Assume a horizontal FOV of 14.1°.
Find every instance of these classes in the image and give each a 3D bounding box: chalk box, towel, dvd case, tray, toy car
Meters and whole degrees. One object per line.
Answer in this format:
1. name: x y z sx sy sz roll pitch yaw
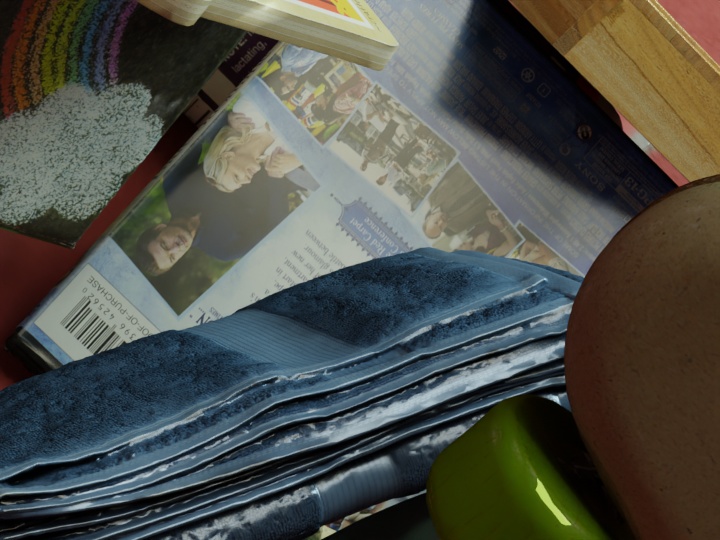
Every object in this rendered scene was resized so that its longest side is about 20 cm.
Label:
1. chalk box: -0.147 -0.110 0.880 0.200 0.125 0.124 20 28 -45
2. towel: -0.034 0.039 0.797 0.200 0.112 0.049 -20 107 -24
3. dvd case: 0.000 0.000 0.963 0.143 0.018 0.200 44 73 -9
4. tray: 0.076 -0.098 1.029 0.099 0.037 0.200 42 7 -30
5. toy car: 0.139 0.032 0.732 0.158 0.164 0.200 50 24 3

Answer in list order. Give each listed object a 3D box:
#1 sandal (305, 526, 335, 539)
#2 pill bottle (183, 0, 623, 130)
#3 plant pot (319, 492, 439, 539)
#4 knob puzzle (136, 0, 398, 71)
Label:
1. sandal: -0.027 0.060 0.889 0.212 0.070 0.078 30 10 -21
2. pill bottle: -0.008 -0.080 1.044 0.200 0.112 0.112 45 36 -5
3. plant pot: 0.024 0.151 0.794 0.141 0.200 0.141 38 38 -14
4. knob puzzle: -0.090 -0.143 0.830 0.220 0.030 0.220 34 21 -16
